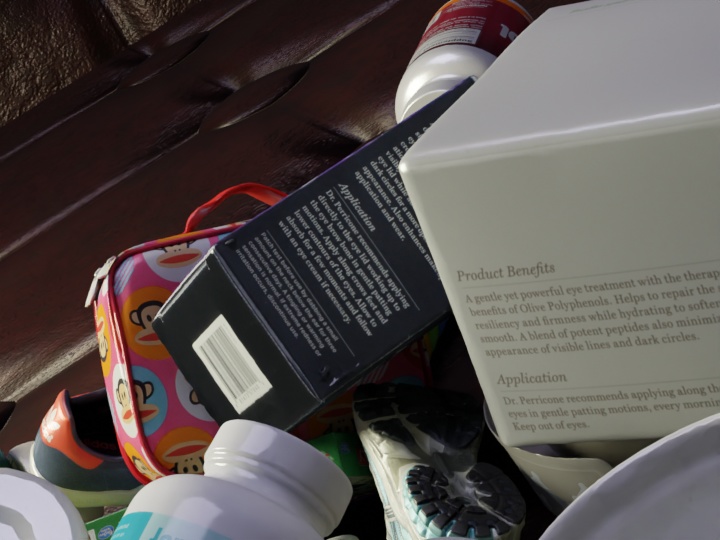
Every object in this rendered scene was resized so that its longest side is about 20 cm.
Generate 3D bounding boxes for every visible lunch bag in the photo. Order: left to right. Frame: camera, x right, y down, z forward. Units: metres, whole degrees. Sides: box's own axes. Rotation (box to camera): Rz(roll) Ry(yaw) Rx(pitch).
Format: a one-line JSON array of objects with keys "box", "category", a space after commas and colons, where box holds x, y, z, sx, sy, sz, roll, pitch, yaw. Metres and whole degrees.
[{"box": [-0.064, 0.034, 1.191, 0.198, 0.178, 0.082, -10, -10, -19], "category": "lunch bag"}]

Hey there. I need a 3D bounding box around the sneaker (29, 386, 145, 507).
[{"box": [-0.113, 0.103, 1.250, 0.198, 0.085, 0.075, -6, 47, -25], "category": "sneaker"}]

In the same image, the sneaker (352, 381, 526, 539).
[{"box": [0.033, 0.128, 1.060, 0.077, 0.087, 0.200, 6, 21, -10], "category": "sneaker"}]

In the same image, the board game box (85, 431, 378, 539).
[{"box": [-0.066, 0.141, 1.172, 0.199, 0.029, 0.134, -22, -15, 24], "category": "board game box"}]

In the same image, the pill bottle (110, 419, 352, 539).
[{"box": [-0.075, 0.168, 0.842, 0.110, 0.111, 0.201, -7, 49, 49], "category": "pill bottle"}]

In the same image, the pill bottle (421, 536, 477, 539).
[{"box": [0.024, 0.216, 0.829, 0.111, 0.113, 0.200, -19, 21, 29], "category": "pill bottle"}]

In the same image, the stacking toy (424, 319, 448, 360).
[{"box": [0.023, 0.042, 1.328, 0.085, 0.086, 0.201, -22, 26, 23], "category": "stacking toy"}]

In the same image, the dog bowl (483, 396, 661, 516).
[{"box": [0.169, 0.068, 1.038, 0.198, 0.059, 0.200, -20, 22, 8], "category": "dog bowl"}]

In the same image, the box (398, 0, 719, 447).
[{"box": [0.165, -0.037, 0.970, 0.197, 0.173, 0.200, -7, 26, 35], "category": "box"}]

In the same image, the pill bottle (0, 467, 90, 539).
[{"box": [-0.174, 0.203, 0.994, 0.113, 0.201, 0.115, -4, 50, 5], "category": "pill bottle"}]

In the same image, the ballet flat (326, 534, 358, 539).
[{"box": [-0.037, 0.179, 1.106, 0.072, 0.068, 0.199, -23, 8, -33], "category": "ballet flat"}]

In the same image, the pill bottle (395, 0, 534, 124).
[{"box": [0.092, -0.154, 1.653, 0.112, 0.114, 0.200, -21, 22, 24], "category": "pill bottle"}]

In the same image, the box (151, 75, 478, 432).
[{"box": [0.000, 0.000, 1.102, 0.199, 0.105, 0.148, -35, -3, -27], "category": "box"}]

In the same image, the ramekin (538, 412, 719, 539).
[{"box": [0.169, 0.150, 0.792, 0.199, 0.106, 0.200, -27, 19, 10], "category": "ramekin"}]

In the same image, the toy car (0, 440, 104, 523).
[{"box": [-0.279, 0.162, 1.312, 0.174, 0.151, 0.200, -34, 0, -15], "category": "toy car"}]
